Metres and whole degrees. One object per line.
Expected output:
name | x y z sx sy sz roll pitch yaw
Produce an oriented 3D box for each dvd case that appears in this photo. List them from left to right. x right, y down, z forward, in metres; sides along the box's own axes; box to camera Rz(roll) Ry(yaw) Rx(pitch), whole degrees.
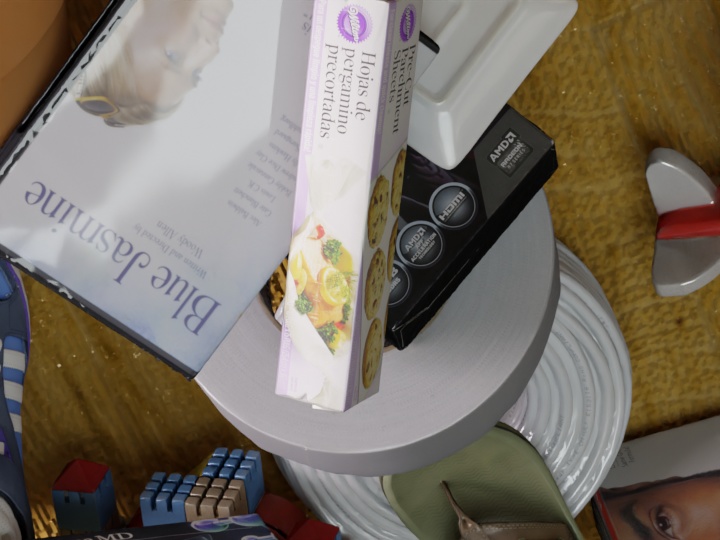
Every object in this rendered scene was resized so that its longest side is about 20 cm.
dvd case | -0.076 -0.064 1.396 0.143 0.018 0.200 34 97 -24

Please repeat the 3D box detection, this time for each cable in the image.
cable | 0.045 0.066 1.607 0.200 0.069 0.200 27 107 -20

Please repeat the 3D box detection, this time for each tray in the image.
tray | -0.004 -0.146 1.452 0.200 0.022 0.107 35 82 13

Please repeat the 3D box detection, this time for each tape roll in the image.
tape roll | 0.000 0.000 1.509 0.200 0.066 0.201 -2 76 6

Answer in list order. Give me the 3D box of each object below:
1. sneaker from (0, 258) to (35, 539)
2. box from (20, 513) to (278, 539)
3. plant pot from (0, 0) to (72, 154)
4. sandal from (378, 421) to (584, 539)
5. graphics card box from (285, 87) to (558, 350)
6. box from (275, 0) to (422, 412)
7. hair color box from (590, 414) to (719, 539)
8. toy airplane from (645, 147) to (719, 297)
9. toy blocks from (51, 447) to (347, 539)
sneaker | -0.205 0.078 1.527 0.080 0.146 0.200 -2 115 -9
box | -0.088 0.210 1.446 0.148 0.200 0.107 -5 110 -20
plant pot | -0.221 -0.100 1.432 0.200 0.200 0.140 -20 133 0
sandal | 0.085 0.154 1.583 0.080 0.057 0.201 -34 114 7
graphics card box | -0.017 -0.070 1.470 0.200 0.051 0.125 40 82 13
box | -0.006 -0.034 1.388 0.039 0.041 0.200 14 108 22
hair color box | 0.233 0.127 1.640 0.200 0.111 0.064 -17 127 -2
toy airplane | 0.246 -0.021 1.561 0.200 0.141 0.199 15 129 -29
toy blocks | -0.079 0.157 1.598 0.200 0.100 0.137 4 121 17
